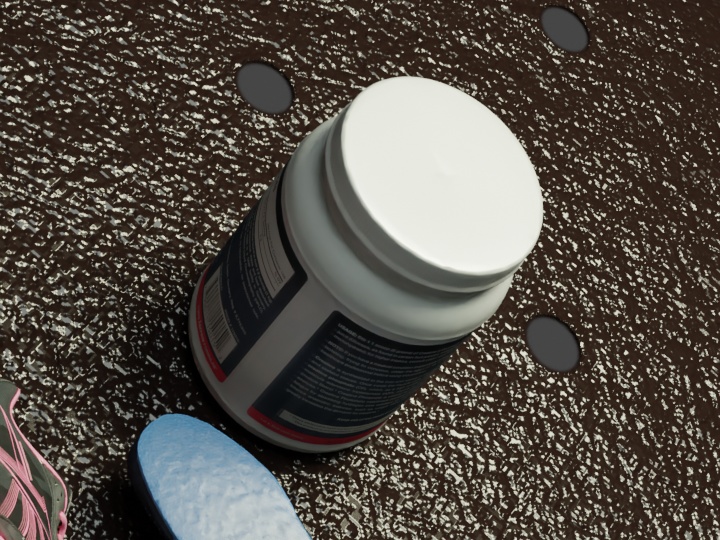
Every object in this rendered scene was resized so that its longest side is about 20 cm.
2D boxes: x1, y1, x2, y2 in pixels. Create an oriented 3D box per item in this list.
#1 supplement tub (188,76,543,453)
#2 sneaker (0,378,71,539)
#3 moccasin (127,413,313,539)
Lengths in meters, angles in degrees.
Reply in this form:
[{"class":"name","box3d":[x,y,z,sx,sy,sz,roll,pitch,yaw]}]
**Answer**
[{"class":"supplement tub","box3d":[0.000,0.000,1.129,0.139,0.200,0.141,16,52,-22]},{"class":"sneaker","box3d":[-0.175,0.136,1.023,0.095,0.079,0.201,-7,64,-47]},{"class":"moccasin","box3d":[-0.057,0.168,1.071,0.080,0.068,0.200,-33,79,-34]}]
